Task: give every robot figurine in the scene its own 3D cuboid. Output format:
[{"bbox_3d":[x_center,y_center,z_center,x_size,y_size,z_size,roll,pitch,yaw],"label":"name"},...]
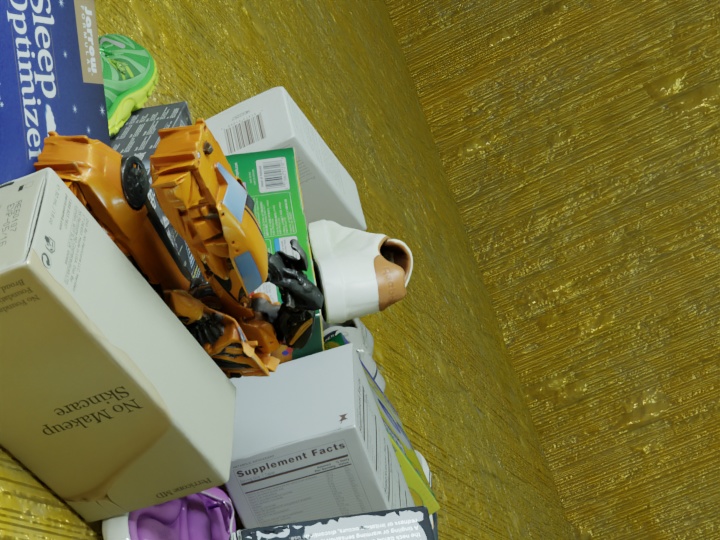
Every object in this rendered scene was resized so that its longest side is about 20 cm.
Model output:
[{"bbox_3d":[-0.105,-0.001,0.722,0.201,0.143,0.059,68,27,-47],"label":"robot figurine"}]

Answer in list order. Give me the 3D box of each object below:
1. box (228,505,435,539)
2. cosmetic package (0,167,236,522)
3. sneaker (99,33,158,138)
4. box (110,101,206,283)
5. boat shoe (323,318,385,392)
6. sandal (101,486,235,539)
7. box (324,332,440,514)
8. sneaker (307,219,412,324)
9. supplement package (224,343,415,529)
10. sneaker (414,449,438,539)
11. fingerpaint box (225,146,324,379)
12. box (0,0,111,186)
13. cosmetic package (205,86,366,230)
[{"bbox_3d":[-0.007,0.278,0.730,0.201,0.122,0.198,98,-16,-53],"label":"box"},{"bbox_3d":[-0.160,0.049,0.681,0.074,0.102,0.201,-91,155,-45],"label":"cosmetic package"},{"bbox_3d":[-0.204,-0.148,0.922,0.201,0.073,0.084,-88,154,-65],"label":"sneaker"},{"bbox_3d":[-0.146,-0.015,0.892,0.201,0.049,0.159,-86,168,-65],"label":"box"},{"bbox_3d":[-0.018,0.090,1.318,0.066,0.071,0.200,58,14,-20],"label":"boat shoe"},{"bbox_3d":[-0.108,0.174,0.815,0.203,0.049,0.083,0,70,-79],"label":"sandal"},{"bbox_3d":[0.011,0.150,1.125,0.118,0.048,0.200,56,5,-26],"label":"box"},{"bbox_3d":[0.000,0.000,1.056,0.200,0.084,0.074,-116,-163,-73],"label":"sneaker"},{"bbox_3d":[-0.024,0.178,0.963,0.110,0.112,0.202,-93,165,-61],"label":"supplement package"},{"bbox_3d":[0.041,0.274,1.223,0.080,0.078,0.201,55,29,-30],"label":"sneaker"},{"bbox_3d":[-0.075,0.025,1.058,0.168,0.072,0.201,87,-6,-47],"label":"fingerpaint box"},{"bbox_3d":[-0.191,-0.108,0.698,0.200,0.032,0.123,-18,103,-70],"label":"box"},{"bbox_3d":[-0.079,-0.098,1.320,0.200,0.101,0.075,51,21,-56],"label":"cosmetic package"}]
